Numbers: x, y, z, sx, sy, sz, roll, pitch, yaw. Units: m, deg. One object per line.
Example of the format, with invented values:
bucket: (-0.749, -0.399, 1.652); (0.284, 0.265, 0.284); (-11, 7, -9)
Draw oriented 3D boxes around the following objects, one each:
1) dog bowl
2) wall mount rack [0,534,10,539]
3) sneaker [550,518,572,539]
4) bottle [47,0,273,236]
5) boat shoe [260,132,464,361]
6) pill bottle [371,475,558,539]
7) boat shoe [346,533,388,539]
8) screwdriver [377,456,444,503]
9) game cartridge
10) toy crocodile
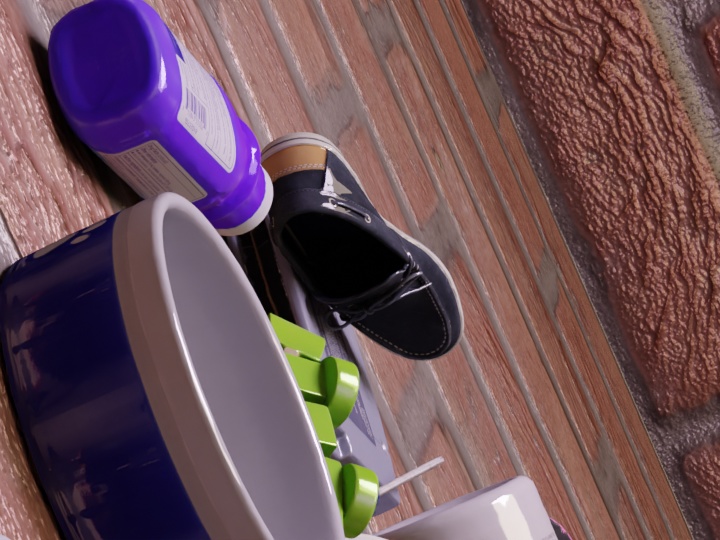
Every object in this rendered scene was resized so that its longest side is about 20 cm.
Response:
dog bowl: (-0.081, 0.071, 1.311); (0.200, 0.079, 0.200); (-23, 90, -81)
wall mount rack: (-0.071, 0.185, 1.109); (0.174, 0.075, 0.200); (40, 29, -70)
sneaker: (0.155, 0.262, 2.198); (0.086, 0.080, 0.200); (-120, -169, -80)
bottle: (-0.100, -0.074, 1.575); (0.200, 0.065, 0.084); (48, 22, -64)
boat shoe: (0.000, 0.000, 1.746); (0.200, 0.075, 0.062); (52, 23, -43)
pill bottle: (0.085, 0.232, 1.750); (0.114, 0.114, 0.200); (-8, 75, -80)
boat shoe: (0.021, 0.214, 1.604); (0.202, 0.072, 0.060); (-119, -139, -57)
screwdriver: (0.013, 0.124, 1.715); (0.200, 0.028, 0.029); (-26, 134, -63)
game cartridge: (-0.030, 0.046, 1.784); (0.133, 0.041, 0.200); (44, 25, -59)
toy crocodile: (-0.037, 0.095, 1.572); (0.067, 0.062, 0.200); (17, 38, -23)
